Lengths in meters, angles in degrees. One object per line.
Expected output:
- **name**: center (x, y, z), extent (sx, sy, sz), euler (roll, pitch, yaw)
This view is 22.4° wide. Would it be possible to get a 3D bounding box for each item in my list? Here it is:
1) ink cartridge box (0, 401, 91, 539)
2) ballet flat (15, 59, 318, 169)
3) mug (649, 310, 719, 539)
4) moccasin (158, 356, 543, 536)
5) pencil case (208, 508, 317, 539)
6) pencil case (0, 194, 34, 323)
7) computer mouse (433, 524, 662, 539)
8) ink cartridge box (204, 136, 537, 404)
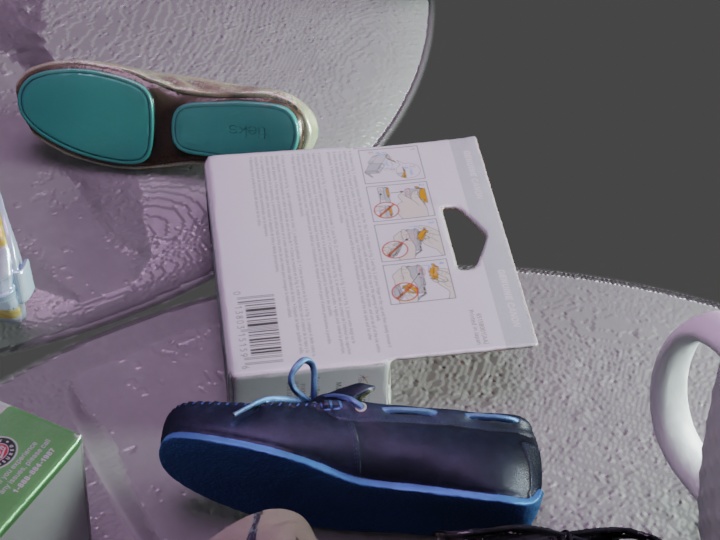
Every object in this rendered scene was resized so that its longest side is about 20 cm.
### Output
- **ink cartridge box**: center (-0.256, 0.119, 0.902), extent (0.199, 0.088, 0.146), euler (21, 45, 19)
- **ballet flat**: center (-0.124, -0.098, 1.183), extent (0.198, 0.068, 0.062), euler (10, 14, 5)
- **mug**: center (0.215, 0.099, 0.864), extent (0.147, 0.176, 0.200), euler (-27, 48, -28)
- **moccasin**: center (-0.004, 0.094, 0.949), extent (0.198, 0.081, 0.069), euler (12, 55, -7)
- **pencil case**: center (-0.008, 0.192, 0.831), extent (0.078, 0.090, 0.200), euler (-44, 52, -4)
- **pencil case**: center (-0.289, 0.009, 1.026), extent (0.198, 0.084, 0.091), euler (-13, 19, -17)
- **computer mouse**: center (0.112, 0.188, 0.843), extent (0.137, 0.053, 0.201), euler (3, 42, -15)
- **ink cartridge box**: center (0.000, 0.000, 1.074), extent (0.172, 0.044, 0.201), euler (-4, 41, -6)
